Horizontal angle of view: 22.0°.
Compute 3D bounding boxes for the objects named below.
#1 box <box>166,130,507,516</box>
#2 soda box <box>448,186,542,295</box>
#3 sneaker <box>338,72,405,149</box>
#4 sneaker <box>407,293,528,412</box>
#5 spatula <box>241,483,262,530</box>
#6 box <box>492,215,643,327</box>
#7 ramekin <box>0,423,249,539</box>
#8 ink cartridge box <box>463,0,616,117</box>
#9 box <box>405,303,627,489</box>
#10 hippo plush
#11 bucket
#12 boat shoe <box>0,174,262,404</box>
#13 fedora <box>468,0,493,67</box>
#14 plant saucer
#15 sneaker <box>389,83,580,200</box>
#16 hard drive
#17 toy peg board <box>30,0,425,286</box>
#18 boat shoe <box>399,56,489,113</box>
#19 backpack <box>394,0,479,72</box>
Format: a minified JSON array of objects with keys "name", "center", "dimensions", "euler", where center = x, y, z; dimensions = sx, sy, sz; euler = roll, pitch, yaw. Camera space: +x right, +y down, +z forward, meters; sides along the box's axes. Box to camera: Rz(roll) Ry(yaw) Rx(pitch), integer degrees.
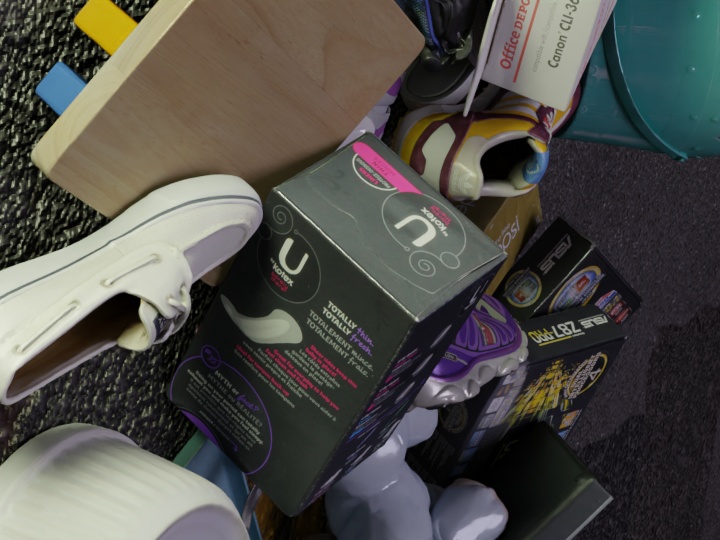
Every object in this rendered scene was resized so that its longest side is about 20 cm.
[{"name":"box","center":[-0.018,0.035,1.152],"dimensions":[0.106,0.122,0.200],"euler":[-34,161,-46]},{"name":"soda box","center":[0.072,-0.010,1.457],"dimensions":[0.200,0.064,0.068],"euler":[-54,146,-38]},{"name":"sneaker","center":[-0.006,-0.102,1.263],"dimensions":[0.200,0.078,0.140],"euler":[-50,146,-25]},{"name":"sneaker","center":[0.065,0.039,1.298],"dimensions":[0.200,0.080,0.084],"euler":[-30,114,-71]},{"name":"spatula","center":[-0.062,0.141,1.242],"dimensions":[0.200,0.021,0.057],"euler":[-50,137,-16]},{"name":"box","center":[0.137,0.064,1.549],"dimensions":[0.200,0.044,0.160],"euler":[-48,152,2]},{"name":"ramekin","center":[-0.147,0.198,1.089],"dimensions":[0.200,0.105,0.201],"euler":[-38,134,-52]},{"name":"ink cartridge box","center":[0.138,-0.192,1.245],"dimensions":[0.117,0.067,0.200],"euler":[101,14,-53]},{"name":"box","center":[0.113,0.125,1.498],"dimensions":[0.161,0.049,0.200],"euler":[-8,135,-44]},{"name":"hippo plush","center":[-0.006,0.156,1.344],"dimensions":[0.200,0.159,0.161],"euler":[-34,106,-52]},{"name":"bucket","center":[0.223,-0.193,1.496],"dimensions":[0.207,0.134,0.208],"euler":[180,-90,-78]},{"name":"boat shoe","center":[-0.126,0.014,1.009],"dimensions":[0.200,0.070,0.071],"euler":[-26,148,-32]},{"name":"fedora","center":[0.083,-0.237,1.342],"dimensions":[0.200,0.090,0.177],"euler":[-60,149,-37]},{"name":"plant saucer","center":[-0.096,0.189,1.279],"dimensions":[0.070,0.019,0.200],"euler":[-53,144,-39]},{"name":"sneaker","center":[0.113,-0.094,1.353],"dimensions":[0.200,0.090,0.075],"euler":[-28,134,-40]},{"name":"hard drive","center":[0.094,0.210,1.420],"dimensions":[0.200,0.140,0.033],"euler":[-44,106,2]},{"name":"toy peg board","center":[-0.091,-0.121,1.065],"dimensions":[0.199,0.098,0.200],"euler":[-49,150,1]},{"name":"boat shoe","center":[0.098,-0.172,1.430],"dimensions":[0.200,0.075,0.060],"euler":[-45,141,-26]},{"name":"backpack","center":[0.020,-0.259,1.142],"dimensions":[0.200,0.146,0.183],"euler":[75,35,-62]}]
